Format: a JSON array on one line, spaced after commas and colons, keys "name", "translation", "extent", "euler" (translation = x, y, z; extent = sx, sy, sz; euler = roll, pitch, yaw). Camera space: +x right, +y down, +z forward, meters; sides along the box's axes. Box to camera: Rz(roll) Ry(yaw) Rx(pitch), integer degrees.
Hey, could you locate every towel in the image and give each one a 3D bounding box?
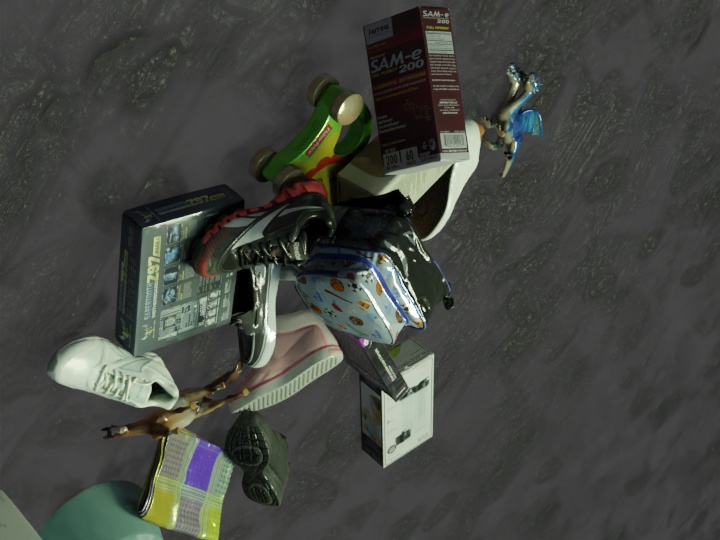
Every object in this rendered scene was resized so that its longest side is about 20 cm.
[{"name": "towel", "translation": [-0.247, 0.309, 1.889], "extent": [0.200, 0.023, 0.144], "euler": [41, 58, -55]}]

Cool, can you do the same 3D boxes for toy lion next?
[{"name": "toy lion", "translation": [-0.052, -0.140, 1.761], "extent": [0.200, 0.069, 0.192], "euler": [-52, 150, -1]}]

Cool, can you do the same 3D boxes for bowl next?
[{"name": "bowl", "translation": [-0.354, 0.407, 1.837], "extent": [0.201, 0.105, 0.201], "euler": [-29, 137, -31]}]

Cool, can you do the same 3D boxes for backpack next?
[{"name": "backpack", "translation": [0.000, 0.000, 1.729], "extent": [0.154, 0.190, 0.200], "euler": [-47, 131, -26]}]

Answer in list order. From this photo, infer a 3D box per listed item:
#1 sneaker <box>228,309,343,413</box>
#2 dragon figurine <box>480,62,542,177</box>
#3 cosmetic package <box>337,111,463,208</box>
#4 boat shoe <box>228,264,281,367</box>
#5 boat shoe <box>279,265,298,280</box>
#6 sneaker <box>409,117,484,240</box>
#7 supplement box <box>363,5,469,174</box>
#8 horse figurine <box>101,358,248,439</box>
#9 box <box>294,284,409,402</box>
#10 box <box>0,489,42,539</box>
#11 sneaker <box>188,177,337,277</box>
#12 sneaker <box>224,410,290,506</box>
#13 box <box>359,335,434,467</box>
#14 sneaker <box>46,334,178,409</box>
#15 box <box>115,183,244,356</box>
[{"name": "sneaker", "translation": [-0.122, 0.127, 1.899], "extent": [0.200, 0.105, 0.075], "euler": [-33, 160, 24]}, {"name": "dragon figurine", "translation": [0.241, -0.224, 2.003], "extent": [0.099, 0.059, 0.200], "euler": [-39, 140, -17]}, {"name": "cosmetic package", "translation": [0.056, -0.147, 1.815], "extent": [0.200, 0.071, 0.105], "euler": [-46, 155, -29]}, {"name": "boat shoe", "translation": [-0.154, 0.048, 1.794], "extent": [0.066, 0.070, 0.200], "euler": [-10, 126, -33]}, {"name": "boat shoe", "translation": [-0.042, -0.026, 1.866], "extent": [0.200, 0.072, 0.062], "euler": [-13, 100, -41]}, {"name": "sneaker", "translation": [0.136, -0.134, 1.951], "extent": [0.085, 0.073, 0.200], "euler": [-11, 131, -52]}, {"name": "supplement box", "translation": [0.072, -0.232, 1.696], "extent": [0.061, 0.109, 0.200], "euler": [-7, 88, -43]}, {"name": "horse figurine", "translation": [-0.241, 0.189, 1.794], "extent": [0.200, 0.132, 0.050], "euler": [-31, 99, -44]}, {"name": "box", "translation": [-0.011, 0.101, 1.926], "extent": [0.036, 0.143, 0.200], "euler": [-44, 143, -14]}, {"name": "box", "translation": [-0.501, 0.396, 1.589], "extent": [0.199, 0.200, 0.171], "euler": [5, 117, -50]}, {"name": "sneaker", "translation": [-0.116, -0.039, 1.640], "extent": [0.200, 0.098, 0.071], "euler": [-28, 141, -13]}, {"name": "sneaker", "translation": [-0.150, 0.269, 1.973], "extent": [0.200, 0.076, 0.091], "euler": [84, 25, -46]}, {"name": "box", "translation": [0.061, 0.219, 2.167], "extent": [0.117, 0.060, 0.200], "euler": [-30, 138, -28]}, {"name": "sneaker", "translation": [-0.312, 0.135, 1.683], "extent": [0.200, 0.080, 0.070], "euler": [15, 109, -50]}, {"name": "box", "translation": [-0.234, -0.001, 1.679], "extent": [0.158, 0.051, 0.200], "euler": [-21, 133, -38]}]
